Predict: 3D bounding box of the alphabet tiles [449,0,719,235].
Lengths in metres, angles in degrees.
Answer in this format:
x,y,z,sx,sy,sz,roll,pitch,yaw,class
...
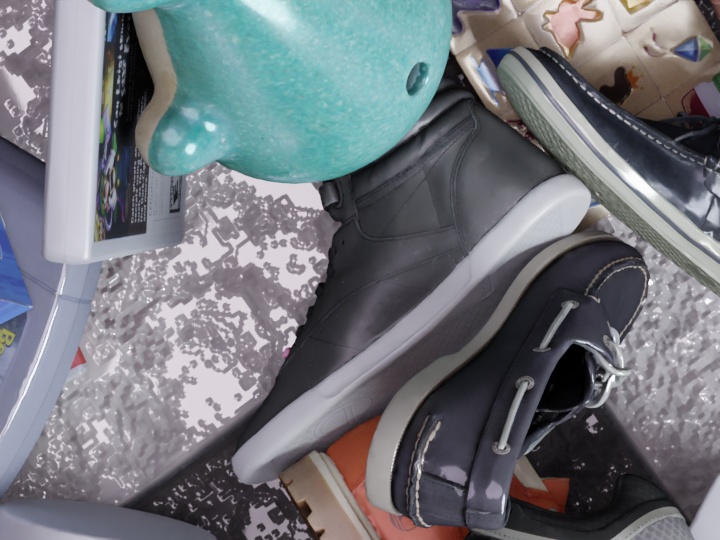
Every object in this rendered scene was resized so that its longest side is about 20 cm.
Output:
x,y,z,sx,sy,sz,roll,pitch,yaw,class
0.108,-0.136,1.151,0.167,0.008,0.201,-32,112,5,alphabet tiles

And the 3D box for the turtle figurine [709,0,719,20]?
x,y,z,sx,sy,sz,roll,pitch,yaw,class
0.200,-0.073,1.115,0.200,0.064,0.162,-38,105,-35,turtle figurine

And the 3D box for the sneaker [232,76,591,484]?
x,y,z,sx,sy,sz,roll,pitch,yaw,class
0.000,0.000,1.178,0.200,0.071,0.099,-45,69,18,sneaker

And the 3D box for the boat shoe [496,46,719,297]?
x,y,z,sx,sy,sz,roll,pitch,yaw,class
0.142,-0.037,1.150,0.199,0.075,0.062,36,90,-12,boat shoe

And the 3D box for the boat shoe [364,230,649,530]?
x,y,z,sx,sy,sz,roll,pitch,yaw,class
0.077,0.048,1.112,0.062,0.200,0.073,18,124,27,boat shoe

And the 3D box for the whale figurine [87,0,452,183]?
x,y,z,sx,sy,sz,roll,pitch,yaw,class
-0.031,-0.103,1.057,0.103,0.200,0.160,27,88,24,whale figurine

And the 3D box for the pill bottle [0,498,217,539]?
x,y,z,sx,sy,sz,roll,pitch,yaw,class
-0.123,0.205,1.168,0.113,0.114,0.202,10,93,4,pill bottle

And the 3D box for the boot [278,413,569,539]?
x,y,z,sx,sy,sz,roll,pitch,yaw,class
0.062,0.143,1.175,0.107,0.075,0.201,-33,96,-7,boot

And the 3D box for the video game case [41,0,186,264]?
x,y,z,sx,sy,sz,roll,pitch,yaw,class
-0.095,-0.107,1.115,0.023,0.182,0.202,4,93,7,video game case

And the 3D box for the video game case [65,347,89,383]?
x,y,z,sx,sy,sz,roll,pitch,yaw,class
-0.227,-0.013,1.212,0.142,0.017,0.201,-27,91,5,video game case

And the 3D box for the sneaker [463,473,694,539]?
x,y,z,sx,sy,sz,roll,pitch,yaw,class
0.050,0.138,1.106,0.199,0.074,0.088,-18,61,9,sneaker

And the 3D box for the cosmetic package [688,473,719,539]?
x,y,z,sx,sy,sz,roll,pitch,yaw,class
0.150,0.193,1.145,0.071,0.101,0.201,29,96,32,cosmetic package

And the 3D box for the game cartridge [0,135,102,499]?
x,y,z,sx,sy,sz,roll,pitch,yaw,class
-0.192,0.036,1.166,0.133,0.041,0.201,29,95,18,game cartridge

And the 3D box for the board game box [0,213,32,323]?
x,y,z,sx,sy,sz,roll,pitch,yaw,class
-0.261,-0.035,1.157,0.198,0.043,0.201,-25,76,14,board game box
